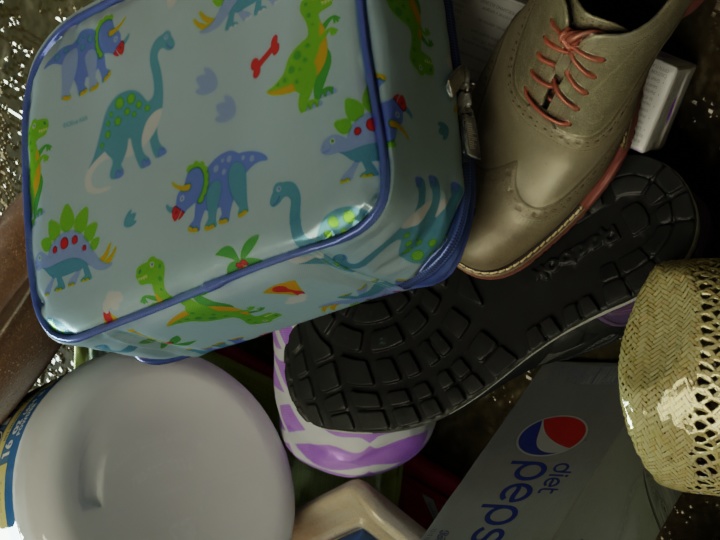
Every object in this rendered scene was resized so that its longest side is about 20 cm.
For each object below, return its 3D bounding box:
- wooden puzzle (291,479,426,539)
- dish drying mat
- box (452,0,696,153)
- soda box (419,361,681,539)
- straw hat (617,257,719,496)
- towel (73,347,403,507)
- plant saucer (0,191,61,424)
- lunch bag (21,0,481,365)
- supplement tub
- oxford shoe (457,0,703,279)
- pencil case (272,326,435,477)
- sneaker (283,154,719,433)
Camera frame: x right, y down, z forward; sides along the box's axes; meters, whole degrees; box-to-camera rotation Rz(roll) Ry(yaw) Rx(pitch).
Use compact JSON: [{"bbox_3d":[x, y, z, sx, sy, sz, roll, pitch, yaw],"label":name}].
[{"bbox_3d":[0.013,0.196,1.021,0.185,0.046,0.200,40,145,-16],"label":"wooden puzzle"},{"bbox_3d":[-0.008,0.110,1.046,0.200,0.018,0.077,30,131,13],"label":"dish drying mat"},{"bbox_3d":[0.044,-0.107,0.854,0.200,0.039,0.042,24,105,17],"label":"box"},{"bbox_3d":[0.080,0.120,0.875,0.063,0.200,0.068,-1,118,31],"label":"soda box"},{"bbox_3d":[0.145,0.042,0.779,0.085,0.201,0.202,2,121,13],"label":"straw hat"},{"bbox_3d":[-0.069,0.083,1.046,0.200,0.018,0.086,22,132,21],"label":"towel"},{"bbox_3d":[-0.184,0.029,0.997,0.037,0.201,0.200,37,135,-19],"label":"plant saucer"},{"bbox_3d":[-0.049,-0.057,0.819,0.200,0.082,0.161,-21,67,34],"label":"lunch bag"},{"bbox_3d":[-0.139,0.127,0.998,0.145,0.145,0.200,53,144,-8],"label":"supplement tub"},{"bbox_3d":[0.081,-0.085,0.780,0.070,0.075,0.200,32,104,15],"label":"oxford shoe"},{"bbox_3d":[0.000,0.000,0.928,0.084,0.085,0.201,28,131,32],"label":"pencil case"},{"bbox_3d":[0.066,0.025,0.867,0.200,0.088,0.076,-24,68,17],"label":"sneaker"}]
